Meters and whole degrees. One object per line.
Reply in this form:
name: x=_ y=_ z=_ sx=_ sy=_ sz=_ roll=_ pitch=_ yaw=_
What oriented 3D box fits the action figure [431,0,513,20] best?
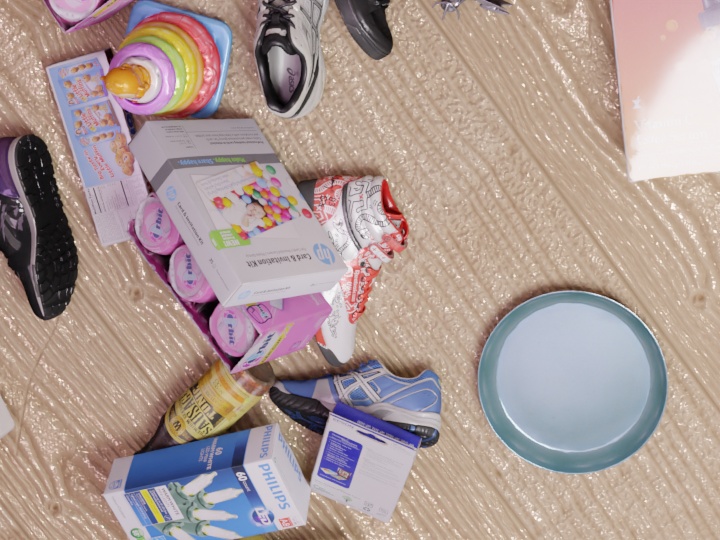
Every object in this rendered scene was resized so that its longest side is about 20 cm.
action figure: x=0.120 y=-0.333 z=1.448 sx=0.129 sy=0.069 sz=0.201 roll=26 pitch=111 yaw=-2

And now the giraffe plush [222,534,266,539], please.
giraffe plush: x=-0.109 y=0.353 z=1.647 sx=0.161 sy=0.172 sz=0.202 roll=21 pitch=121 yaw=27

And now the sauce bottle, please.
sauce bottle: x=-0.178 y=0.163 z=1.641 sx=0.066 sy=0.066 sz=0.200 roll=44 pitch=111 yaw=-3

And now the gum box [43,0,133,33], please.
gum box: x=-0.216 y=-0.322 z=1.490 sx=0.199 sy=0.114 sz=0.066 roll=-31 pitch=98 yaw=17

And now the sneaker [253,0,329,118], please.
sneaker: x=-0.071 y=-0.251 z=1.496 sx=0.075 sy=0.088 sz=0.203 roll=-3 pitch=103 yaw=13

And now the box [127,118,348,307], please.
box: x=-0.121 y=-0.062 z=1.483 sx=0.041 sy=0.155 sz=0.201 roll=-45 pitch=66 yaw=34

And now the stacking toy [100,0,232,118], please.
stacking toy: x=-0.207 y=-0.194 z=1.478 sx=0.115 sy=0.200 sz=0.111 roll=16 pitch=108 yaw=5

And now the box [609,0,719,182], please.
box: x=0.319 y=-0.199 z=1.425 sx=0.150 sy=0.106 sz=0.203 roll=-6 pitch=104 yaw=13

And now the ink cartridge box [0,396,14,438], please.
ink cartridge box: x=-0.492 y=0.194 z=1.640 sx=0.144 sy=0.200 sz=0.085 roll=-24 pitch=97 yaw=16

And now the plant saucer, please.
plant saucer: x=0.222 y=0.115 z=1.572 sx=0.197 sy=0.027 sz=0.203 roll=3 pitch=106 yaw=11

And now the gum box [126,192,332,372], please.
gum box: x=-0.136 y=-0.004 z=1.521 sx=0.201 sy=0.113 sz=0.066 roll=51 pitch=126 yaw=18

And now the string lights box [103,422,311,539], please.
string lights box: x=-0.164 y=0.238 z=1.617 sx=0.198 sy=0.059 sz=0.103 roll=-14 pitch=123 yaw=16

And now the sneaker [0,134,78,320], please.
sneaker: x=-0.369 y=-0.046 z=1.629 sx=0.087 sy=0.076 sz=0.203 roll=-4 pitch=101 yaw=27

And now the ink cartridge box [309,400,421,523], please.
ink cartridge box: x=0.006 y=0.195 z=1.569 sx=0.099 sy=0.039 sz=0.201 roll=23 pitch=149 yaw=4

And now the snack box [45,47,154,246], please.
snack box: x=-0.272 y=-0.130 z=1.600 sx=0.071 sy=0.024 sz=0.202 roll=-12 pitch=103 yaw=15

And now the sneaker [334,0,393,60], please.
sneaker: x=0.011 y=-0.318 z=1.476 sx=0.103 sy=0.060 sz=0.201 roll=-25 pitch=96 yaw=21

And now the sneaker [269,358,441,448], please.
sneaker: x=-0.002 y=0.138 z=1.607 sx=0.198 sy=0.076 sz=0.078 roll=7 pitch=66 yaw=19

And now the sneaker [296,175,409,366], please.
sneaker: x=0.000 y=0.000 z=1.561 sx=0.107 sy=0.067 sz=0.204 roll=-6 pitch=101 yaw=15
